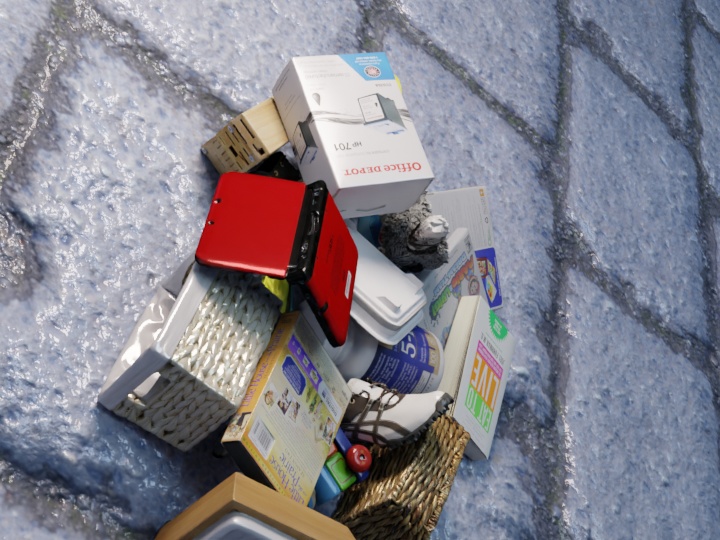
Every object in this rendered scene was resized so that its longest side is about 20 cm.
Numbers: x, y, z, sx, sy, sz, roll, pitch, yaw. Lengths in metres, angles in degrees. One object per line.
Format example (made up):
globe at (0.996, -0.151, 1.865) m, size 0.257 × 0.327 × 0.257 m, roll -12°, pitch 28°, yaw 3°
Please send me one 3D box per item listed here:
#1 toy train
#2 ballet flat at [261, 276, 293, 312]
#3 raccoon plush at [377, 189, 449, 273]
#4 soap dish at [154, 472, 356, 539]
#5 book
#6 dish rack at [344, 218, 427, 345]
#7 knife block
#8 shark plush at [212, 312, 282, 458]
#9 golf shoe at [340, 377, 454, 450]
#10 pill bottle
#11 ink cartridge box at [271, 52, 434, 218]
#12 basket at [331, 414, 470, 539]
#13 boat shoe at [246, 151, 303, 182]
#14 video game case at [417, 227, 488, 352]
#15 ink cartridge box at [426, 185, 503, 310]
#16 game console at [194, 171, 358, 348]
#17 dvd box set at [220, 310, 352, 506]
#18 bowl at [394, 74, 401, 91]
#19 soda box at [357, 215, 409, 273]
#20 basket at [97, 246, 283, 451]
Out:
toy train at (-0.085, 0.197, 1.594) m, size 0.116 × 0.085 × 0.200 m, roll -34°, pitch 93°, yaw -41°
ballet flat at (-0.118, -0.020, 1.721) m, size 0.067 × 0.067 × 0.200 m, roll 11°, pitch 53°, yaw -10°
raccoon plush at (0.085, -0.081, 1.787) m, size 0.097 × 0.200 × 0.134 m, roll 5°, pitch 71°, yaw -25°
soap dish at (-0.113, 0.307, 1.414) m, size 0.200 × 0.157 × 0.081 m, roll 33°, pitch 32°, yaw -32°
book at (0.165, 0.156, 1.891) m, size 0.134 × 0.048 × 0.200 m, roll 48°, pitch 49°, yaw -42°
dish rack at (0.000, 0.000, 1.698) m, size 0.200 × 0.044 × 0.172 m, roll 41°, pitch 24°, yaw 6°
knife block at (-0.118, -0.195, 1.751) m, size 0.176 × 0.200 × 0.064 m, roll -39°, pitch 97°, yaw -24°
shark plush at (-0.102, 0.147, 1.528) m, size 0.091 × 0.083 × 0.200 m, roll 21°, pitch 68°, yaw 2°
golf shoe at (0.022, 0.173, 1.621) m, size 0.095 × 0.200 × 0.078 m, roll 61°, pitch 36°, yaw -6°
pill bottle at (0.003, 0.107, 1.719) m, size 0.200 × 0.120 × 0.120 m, roll 24°, pitch 49°, yaw -39°
ink cartridge box at (-0.011, -0.177, 1.704) m, size 0.146 × 0.086 × 0.200 m, roll -9°, pitch 66°, yaw -29°
basket at (0.082, 0.282, 1.667) m, size 0.149 × 0.143 × 0.200 m, roll 47°, pitch 38°, yaw -15°
boat shoe at (-0.143, -0.096, 1.725) m, size 0.063 × 0.074 × 0.201 m, roll 56°, pitch 35°, yaw -10°
video game case at (0.130, 0.065, 1.901) m, size 0.200 × 0.024 × 0.182 m, roll -49°, pitch 130°, yaw -46°
ink cartridge box at (0.141, -0.025, 1.994) m, size 0.200 × 0.047 × 0.198 m, roll -10°, pitch 94°, yaw -51°
game console at (-0.092, -0.015, 1.542) m, size 0.200 × 0.119 × 0.172 m, roll -81°, pitch 150°, yaw -54°
dvd box set at (-0.079, 0.166, 1.487) m, size 0.146 × 0.029 × 0.200 m, roll 59°, pitch 37°, yaw -33°
bowl at (-0.025, -0.194, 1.867) m, size 0.108 × 0.200 × 0.200 m, roll 11°, pitch 53°, yaw -17°
soda box at (0.036, -0.027, 1.895) m, size 0.064 × 0.068 × 0.200 m, roll 35°, pitch 43°, yaw -30°
basket at (-0.186, 0.086, 1.483) m, size 0.123 × 0.136 × 0.200 m, roll 37°, pitch 40°, yaw -15°
